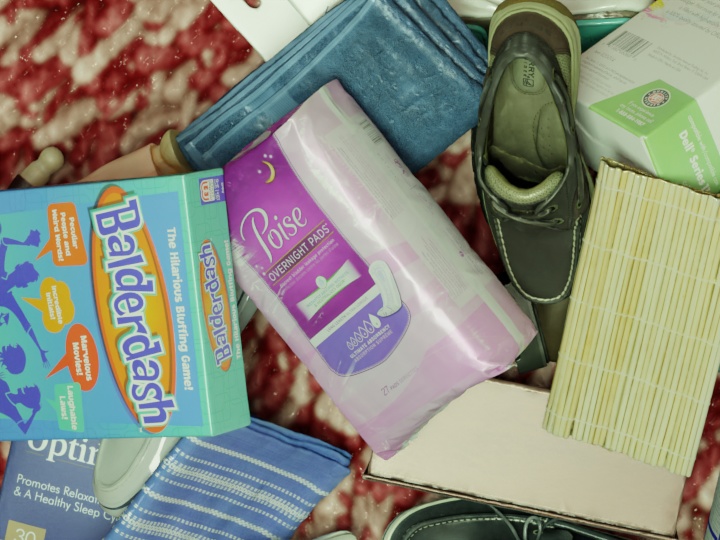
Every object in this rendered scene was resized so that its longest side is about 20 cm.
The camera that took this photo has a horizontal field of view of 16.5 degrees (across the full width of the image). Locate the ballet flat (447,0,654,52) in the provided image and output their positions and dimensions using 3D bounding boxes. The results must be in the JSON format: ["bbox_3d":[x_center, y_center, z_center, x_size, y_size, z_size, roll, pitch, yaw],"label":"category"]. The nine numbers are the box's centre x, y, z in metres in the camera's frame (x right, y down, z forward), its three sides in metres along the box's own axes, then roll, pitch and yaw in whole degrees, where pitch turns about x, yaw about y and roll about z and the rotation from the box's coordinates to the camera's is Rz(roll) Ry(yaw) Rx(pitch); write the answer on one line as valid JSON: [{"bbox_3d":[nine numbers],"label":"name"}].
[{"bbox_3d":[0.081,-0.163,1.534,0.198,0.069,0.070,-5,96,3],"label":"ballet flat"}]

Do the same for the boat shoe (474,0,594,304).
[{"bbox_3d":[0.095,-0.059,1.439,0.073,0.065,0.201,3,125,19],"label":"boat shoe"}]

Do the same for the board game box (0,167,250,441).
[{"bbox_3d":[-0.165,0.023,1.482,0.199,0.045,0.154,-4,94,31],"label":"board game box"}]

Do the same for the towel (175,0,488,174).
[{"bbox_3d":[-0.013,-0.092,1.508,0.112,0.049,0.200,46,126,-12],"label":"towel"}]

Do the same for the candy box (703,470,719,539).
[{"bbox_3d":[0.301,0.169,1.539,0.168,0.077,0.202,12,99,3],"label":"candy box"}]

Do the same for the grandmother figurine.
[{"bbox_3d":[-0.195,-0.017,1.570,0.199,0.061,0.122,-21,50,14],"label":"grandmother figurine"}]

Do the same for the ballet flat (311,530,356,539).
[{"bbox_3d":[-0.001,0.210,1.572,0.199,0.068,0.073,30,76,-9],"label":"ballet flat"}]

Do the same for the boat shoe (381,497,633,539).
[{"bbox_3d":[0.111,0.185,1.552,0.198,0.062,0.075,12,87,-4],"label":"boat shoe"}]

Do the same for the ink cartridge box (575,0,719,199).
[{"bbox_3d":[0.224,-0.127,1.470,0.199,0.117,0.068,-35,123,-11],"label":"ink cartridge box"}]

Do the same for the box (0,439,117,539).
[{"bbox_3d":[-0.160,0.099,1.598,0.120,0.032,0.202,14,97,4],"label":"box"}]

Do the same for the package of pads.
[{"bbox_3d":[0.000,0.000,1.466,0.120,0.076,0.200,-39,89,36],"label":"package of pads"}]

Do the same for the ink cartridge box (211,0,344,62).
[{"bbox_3d":[-0.021,-0.230,1.527,0.200,0.068,0.117,-43,91,8],"label":"ink cartridge box"}]

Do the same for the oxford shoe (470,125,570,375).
[{"bbox_3d":[0.114,-0.042,1.539,0.084,0.073,0.202,-13,107,4],"label":"oxford shoe"}]

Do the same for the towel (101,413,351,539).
[{"bbox_3d":[-0.103,0.175,1.555,0.201,0.144,0.024,-53,52,9],"label":"towel"}]

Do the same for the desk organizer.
[{"bbox_3d":[0.107,0.107,1.554,0.198,0.072,0.078,11,95,4],"label":"desk organizer"}]

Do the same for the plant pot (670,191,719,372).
[{"bbox_3d":[0.266,-0.009,1.496,0.198,0.141,0.143,-6,96,15],"label":"plant pot"}]

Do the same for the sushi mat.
[{"bbox_3d":[0.167,0.031,1.451,0.095,0.012,0.201,15,125,9],"label":"sushi mat"}]

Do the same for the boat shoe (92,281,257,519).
[{"bbox_3d":[-0.125,0.053,1.530,0.073,0.067,0.201,21,86,45],"label":"boat shoe"}]
